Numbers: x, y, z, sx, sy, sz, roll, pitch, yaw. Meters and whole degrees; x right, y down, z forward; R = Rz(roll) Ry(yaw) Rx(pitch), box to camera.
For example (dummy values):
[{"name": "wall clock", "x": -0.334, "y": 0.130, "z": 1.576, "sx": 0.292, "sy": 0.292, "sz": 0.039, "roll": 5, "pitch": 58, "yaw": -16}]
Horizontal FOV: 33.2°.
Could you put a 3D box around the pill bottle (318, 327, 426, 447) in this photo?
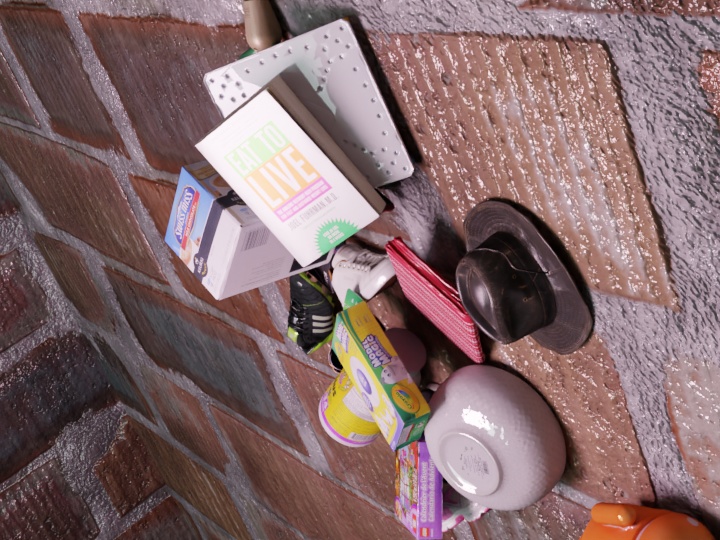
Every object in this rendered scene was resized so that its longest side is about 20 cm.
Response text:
[{"name": "pill bottle", "x": 0.021, "y": 0.166, "z": 1.740, "sx": 0.104, "sy": 0.104, "sz": 0.200, "roll": 49, "pitch": 137, "yaw": 14}]

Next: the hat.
[{"name": "hat", "x": 0.162, "y": 0.026, "z": 1.351, "sx": 0.201, "sy": 0.081, "sz": 0.201, "roll": 41, "pitch": 152, "yaw": 27}]

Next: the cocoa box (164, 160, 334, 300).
[{"name": "cocoa box", "x": -0.135, "y": -0.072, "z": 1.597, "sx": 0.131, "sy": 0.200, "sz": 0.134, "roll": 45, "pitch": 134, "yaw": 27}]

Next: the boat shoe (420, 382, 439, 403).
[{"name": "boat shoe", "x": 0.135, "y": 0.214, "z": 1.672, "sx": 0.200, "sy": 0.060, "sz": 0.074, "roll": 25, "pitch": 142, "yaw": 49}]

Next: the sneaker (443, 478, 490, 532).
[{"name": "sneaker", "x": 0.143, "y": 0.328, "z": 1.800, "sx": 0.088, "sy": 0.081, "sz": 0.200, "roll": 57, "pitch": 150, "yaw": 6}]

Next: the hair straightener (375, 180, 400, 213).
[{"name": "hair straightener", "x": -0.018, "y": -0.157, "z": 1.525, "sx": 0.200, "sy": 0.041, "sz": 0.077, "roll": 46, "pitch": 134, "yaw": 34}]

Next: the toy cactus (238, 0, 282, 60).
[{"name": "toy cactus", "x": -0.121, "y": -0.258, "z": 1.515, "sx": 0.200, "sy": 0.102, "sz": 0.165, "roll": 20, "pitch": 128, "yaw": 61}]

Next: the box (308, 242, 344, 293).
[{"name": "box", "x": -0.098, "y": -0.072, "z": 1.769, "sx": 0.200, "sy": 0.036, "sz": 0.143, "roll": 38, "pitch": 151, "yaw": 30}]

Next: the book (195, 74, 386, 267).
[{"name": "book", "x": -0.084, "y": -0.114, "z": 1.437, "sx": 0.134, "sy": 0.048, "sz": 0.200, "roll": -34, "pitch": 106, "yaw": 31}]

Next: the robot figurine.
[{"name": "robot figurine", "x": 0.334, "y": 0.332, "z": 1.390, "sx": 0.200, "sy": 0.116, "sz": 0.144, "roll": 170, "pitch": 94, "yaw": -65}]

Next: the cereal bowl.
[{"name": "cereal bowl", "x": 0.159, "y": 0.227, "z": 1.549, "sx": 0.200, "sy": 0.083, "sz": 0.200, "roll": 23, "pitch": 128, "yaw": 32}]

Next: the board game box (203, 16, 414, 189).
[{"name": "board game box", "x": -0.059, "y": -0.177, "z": 1.432, "sx": 0.200, "sy": 0.026, "sz": 0.200, "roll": -17, "pitch": 111, "yaw": 25}]

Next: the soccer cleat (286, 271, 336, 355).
[{"name": "soccer cleat", "x": -0.079, "y": 0.068, "z": 1.814, "sx": 0.067, "sy": 0.081, "sz": 0.200, "roll": 40, "pitch": 165, "yaw": 26}]

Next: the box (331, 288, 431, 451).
[{"name": "box", "x": 0.018, "y": 0.129, "z": 1.592, "sx": 0.200, "sy": 0.048, "sz": 0.117, "roll": 60, "pitch": 163, "yaw": 22}]

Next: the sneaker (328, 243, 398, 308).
[{"name": "sneaker", "x": 0.000, "y": 0.000, "z": 1.632, "sx": 0.085, "sy": 0.073, "sz": 0.200, "roll": 57, "pitch": 155, "yaw": 0}]

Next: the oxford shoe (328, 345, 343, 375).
[{"name": "oxford shoe", "x": -0.024, "y": 0.127, "z": 1.843, "sx": 0.071, "sy": 0.073, "sz": 0.200, "roll": 50, "pitch": 156, "yaw": 11}]

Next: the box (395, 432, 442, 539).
[{"name": "box", "x": 0.084, "y": 0.308, "z": 1.771, "sx": 0.200, "sy": 0.039, "sz": 0.137, "roll": 167, "pitch": 103, "yaw": -82}]

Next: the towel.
[{"name": "towel", "x": 0.098, "y": 0.041, "z": 1.503, "sx": 0.145, "sy": 0.022, "sz": 0.200, "roll": 44, "pitch": 172, "yaw": 22}]
